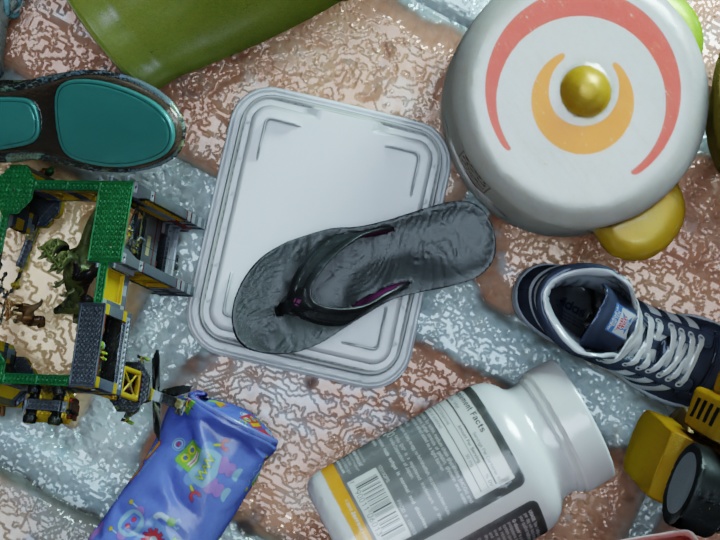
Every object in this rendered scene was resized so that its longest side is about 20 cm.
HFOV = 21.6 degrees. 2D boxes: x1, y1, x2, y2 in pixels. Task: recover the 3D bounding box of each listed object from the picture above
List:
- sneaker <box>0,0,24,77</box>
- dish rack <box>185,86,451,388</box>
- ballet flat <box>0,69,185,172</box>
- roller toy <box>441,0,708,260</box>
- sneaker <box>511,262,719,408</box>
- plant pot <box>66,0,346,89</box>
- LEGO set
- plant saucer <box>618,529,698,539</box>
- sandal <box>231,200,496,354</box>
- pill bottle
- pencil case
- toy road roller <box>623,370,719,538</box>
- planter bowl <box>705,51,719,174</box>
[{"bbox_3d":[-0.252,-0.236,1.358,0.085,0.078,0.203,1,87,-6],"label":"sneaker"},{"bbox_3d":[-0.029,-0.025,1.374,0.170,0.044,0.202,13,86,-2],"label":"dish rack"},{"bbox_3d":[-0.205,-0.108,1.323,0.198,0.074,0.075,5,87,18],"label":"ballet flat"},{"bbox_3d":[0.150,-0.116,1.338,0.180,0.140,0.202,11,87,-2],"label":"roller toy"},{"bbox_3d":[0.206,0.050,1.347,0.198,0.109,0.071,22,87,-1],"label":"sneaker"},{"bbox_3d":[-0.110,-0.232,1.318,0.192,0.200,0.201,-35,89,8],"label":"plant pot"},{"bbox_3d":[-0.190,0.022,1.347,0.152,0.116,0.202,-8,72,26],"label":"LEGO set"},{"bbox_3d":[0.152,0.275,1.281,0.197,0.037,0.202,-12,105,16],"label":"plant saucer"},{"bbox_3d":[0.000,-0.001,1.328,0.199,0.048,0.076,-22,88,-5],"label":"sandal"},{"bbox_3d":[0.071,0.152,1.334,0.199,0.116,0.117,-28,89,-4],"label":"pill bottle"},{"bbox_3d":[-0.143,0.179,1.341,0.086,0.078,0.201,34,86,1],"label":"pencil case"},{"bbox_3d":[0.275,0.113,1.296,0.122,0.200,0.147,20,93,-7],"label":"toy road roller"},{"bbox_3d":[0.309,-0.104,1.357,0.198,0.083,0.203,6,78,-30],"label":"planter bowl"}]
